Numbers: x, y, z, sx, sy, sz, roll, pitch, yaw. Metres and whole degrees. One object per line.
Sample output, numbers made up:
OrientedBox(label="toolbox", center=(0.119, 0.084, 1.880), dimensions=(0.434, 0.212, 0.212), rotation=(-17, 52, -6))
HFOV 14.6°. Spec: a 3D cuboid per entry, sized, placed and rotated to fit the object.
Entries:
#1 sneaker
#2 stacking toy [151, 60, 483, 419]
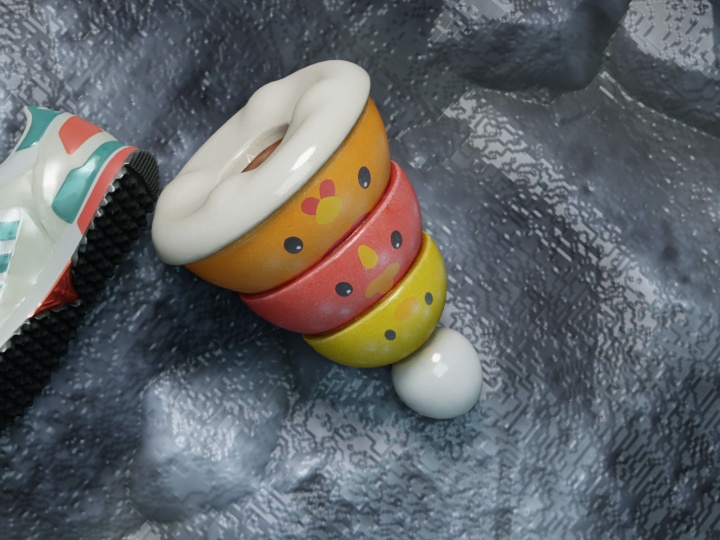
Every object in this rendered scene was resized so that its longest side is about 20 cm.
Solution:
OrientedBox(label="sneaker", center=(-0.195, 0.002, 1.494), dimensions=(0.093, 0.070, 0.200), rotation=(32, 86, 21))
OrientedBox(label="stacking toy", center=(0.000, 0.000, 1.505), dimensions=(0.146, 0.146, 0.200), rotation=(-47, 109, -12))
